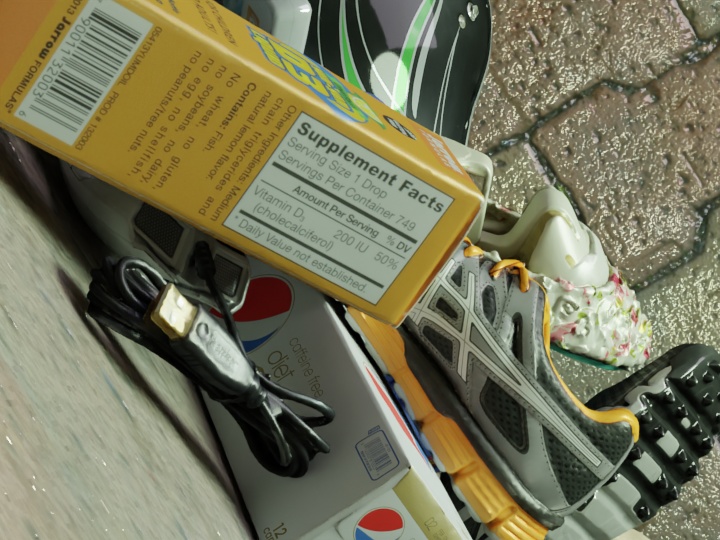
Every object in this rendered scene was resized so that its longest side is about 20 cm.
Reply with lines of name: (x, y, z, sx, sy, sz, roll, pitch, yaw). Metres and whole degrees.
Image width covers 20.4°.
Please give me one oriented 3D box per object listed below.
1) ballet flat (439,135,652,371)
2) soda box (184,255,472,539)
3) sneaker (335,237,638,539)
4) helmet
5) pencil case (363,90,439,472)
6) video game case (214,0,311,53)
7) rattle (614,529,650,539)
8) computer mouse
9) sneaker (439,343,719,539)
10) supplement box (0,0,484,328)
ballet flat: (0.054, -0.017, 0.888, 0.200, 0.064, 0.076, 23, 28, -14)
soda box: (-0.020, 0.056, 0.800, 0.068, 0.064, 0.200, 55, 4, -36)
sneaker: (0.037, 0.016, 0.819, 0.200, 0.077, 0.078, 57, 3, 4)
helmet: (-0.031, -0.100, 1.110, 0.200, 0.191, 0.200, 14, -14, 4)
pencil case: (0.000, 0.000, 0.949, 0.087, 0.078, 0.200, 16, 41, -40)
video game case: (-0.087, -0.113, 0.955, 0.200, 0.023, 0.182, 58, -31, 36)
rattle: (0.163, 0.257, 1.250, 0.200, 0.130, 0.143, 61, -3, -28)
computer mouse: (-0.077, -0.011, 0.757, 0.110, 0.044, 0.200, 39, 16, -37)
sneaker: (0.083, 0.099, 0.932, 0.090, 0.200, 0.066, 40, -6, 48)
supplement box: (-0.054, -0.056, 0.704, 0.200, 0.069, 0.067, 30, 16, -30)
